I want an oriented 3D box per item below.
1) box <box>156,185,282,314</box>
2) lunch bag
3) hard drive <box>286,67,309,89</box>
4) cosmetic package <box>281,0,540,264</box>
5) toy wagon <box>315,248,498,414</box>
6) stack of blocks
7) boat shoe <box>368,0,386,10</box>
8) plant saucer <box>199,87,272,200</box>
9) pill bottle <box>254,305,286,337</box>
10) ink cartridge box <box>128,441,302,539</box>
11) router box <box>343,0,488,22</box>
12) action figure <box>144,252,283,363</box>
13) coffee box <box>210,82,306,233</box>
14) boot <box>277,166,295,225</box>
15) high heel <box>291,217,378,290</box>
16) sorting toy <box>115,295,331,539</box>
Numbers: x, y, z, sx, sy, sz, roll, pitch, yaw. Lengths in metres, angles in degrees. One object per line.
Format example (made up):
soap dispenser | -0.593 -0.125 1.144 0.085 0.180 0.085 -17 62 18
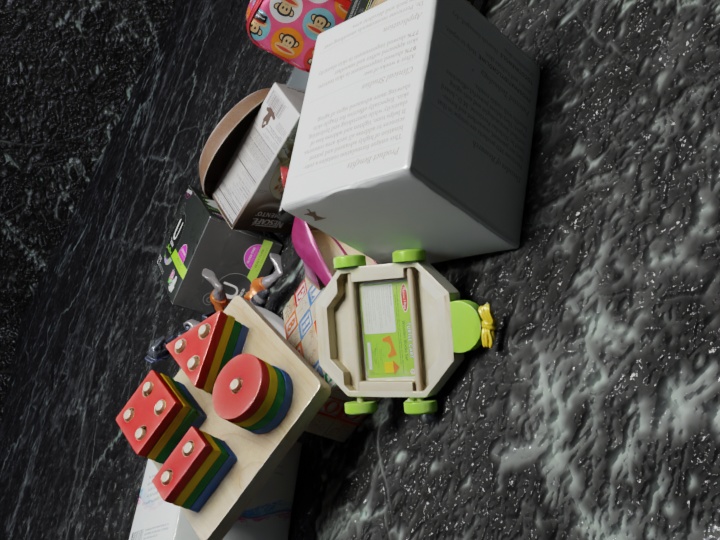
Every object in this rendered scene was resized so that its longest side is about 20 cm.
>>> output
box | -0.226 -0.025 1.420 0.149 0.124 0.200 -65 25 9
lunch bag | -0.037 -0.351 1.212 0.176 0.199 0.082 -56 24 26
hard drive | -0.073 -0.276 1.415 0.140 0.033 0.200 -58 27 21
cosmetic package | 0.051 -0.130 0.872 0.167 0.166 0.201 -10 61 44
toy wagon | 0.044 0.058 0.867 0.199 0.040 0.156 -5 88 33
stack of blocks | -0.027 0.078 1.028 0.115 0.058 0.200 -54 29 27
boat shoe | 0.014 -0.231 1.000 0.071 0.064 0.201 3 73 36
plant saucer | -0.167 -0.190 1.319 0.200 0.034 0.200 -48 -11 -12
pill bottle | -0.170 0.150 1.191 0.200 0.113 0.113 -54 29 29
ink cartridge box | -0.173 0.287 1.055 0.145 0.144 0.201 -30 45 51
router box | 0.065 -0.307 1.069 0.149 0.062 0.201 23 92 37
action figure | -0.187 0.084 1.242 0.104 0.200 0.194 33 129 26
coffee box | -0.110 -0.154 1.284 0.200 0.114 0.080 -55 54 28
boot | -0.008 -0.118 1.042 0.200 0.144 0.073 -55 27 24
high heel | 0.000 0.000 0.940 0.200 0.067 0.096 39 148 43
sorting toy | -0.157 0.140 0.951 0.199 0.070 0.200 -53 42 2
